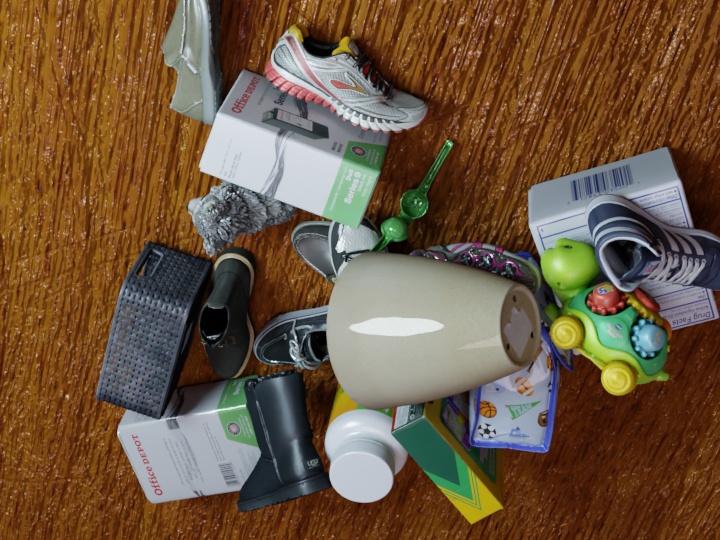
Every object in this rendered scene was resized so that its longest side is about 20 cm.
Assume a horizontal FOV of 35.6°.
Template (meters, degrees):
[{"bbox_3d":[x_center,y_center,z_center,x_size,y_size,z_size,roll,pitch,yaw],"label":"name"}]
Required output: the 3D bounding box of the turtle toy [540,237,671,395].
[{"bbox_3d":[0.279,0.051,1.282,0.200,0.146,0.101,43,107,13],"label":"turtle toy"}]

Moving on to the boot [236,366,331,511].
[{"bbox_3d":[-0.118,0.227,1.502,0.200,0.076,0.169,-31,71,53],"label":"boot"}]

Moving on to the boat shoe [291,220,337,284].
[{"bbox_3d":[0.000,0.000,1.454,0.200,0.061,0.072,25,120,-7],"label":"boat shoe"}]

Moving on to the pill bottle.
[{"bbox_3d":[0.012,0.211,1.491,0.110,0.200,0.112,3,120,6],"label":"pill bottle"}]

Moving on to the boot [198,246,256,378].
[{"bbox_3d":[-0.189,0.087,1.484,0.077,0.139,0.201,6,121,4],"label":"boot"}]

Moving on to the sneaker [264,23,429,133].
[{"bbox_3d":[-0.010,-0.224,1.319,0.199,0.078,0.082,22,119,-5],"label":"sneaker"}]

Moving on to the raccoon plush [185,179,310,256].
[{"bbox_3d":[-0.113,-0.084,1.379,0.199,0.134,0.097,-9,117,13],"label":"raccoon plush"}]

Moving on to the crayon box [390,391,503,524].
[{"bbox_3d":[0.119,0.201,1.471,0.058,0.200,0.173,-31,111,22],"label":"crayon box"}]

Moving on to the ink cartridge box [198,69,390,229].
[{"bbox_3d":[-0.074,-0.146,1.331,0.199,0.146,0.084,20,121,-4],"label":"ink cartridge box"}]

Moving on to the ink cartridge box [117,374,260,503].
[{"bbox_3d":[-0.226,0.243,1.608,0.199,0.084,0.147,-10,117,13],"label":"ink cartridge box"}]

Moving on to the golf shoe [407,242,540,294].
[{"bbox_3d":[0.147,-0.005,1.371,0.200,0.092,0.073,9,113,47],"label":"golf shoe"}]

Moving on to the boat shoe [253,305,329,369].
[{"bbox_3d":[-0.067,0.098,1.502,0.199,0.068,0.074,-14,122,27],"label":"boat shoe"}]

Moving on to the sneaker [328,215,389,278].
[{"bbox_3d":[0.009,0.023,1.385,0.075,0.088,0.201,-13,93,-1],"label":"sneaker"}]

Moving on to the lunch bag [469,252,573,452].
[{"bbox_3d":[0.202,0.100,1.419,0.123,0.170,0.201,3,119,4],"label":"lunch bag"}]

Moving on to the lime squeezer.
[{"bbox_3d":[0.057,-0.068,1.389,0.038,0.071,0.200,38,78,-5],"label":"lime squeezer"}]

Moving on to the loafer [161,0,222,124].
[{"bbox_3d":[-0.203,-0.266,1.323,0.069,0.075,0.201,3,120,1],"label":"loafer"}]

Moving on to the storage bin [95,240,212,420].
[{"bbox_3d":[-0.273,0.080,1.493,0.093,0.135,0.201,19,120,-3],"label":"storage bin"}]

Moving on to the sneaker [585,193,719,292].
[{"bbox_3d":[0.344,-0.009,1.255,0.199,0.109,0.070,24,120,-6],"label":"sneaker"}]

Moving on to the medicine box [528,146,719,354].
[{"bbox_3d":[0.320,-0.021,1.374,0.181,0.103,0.201,-16,116,16],"label":"medicine box"}]

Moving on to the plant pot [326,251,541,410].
[{"bbox_3d":[0.097,0.067,1.275,0.199,0.187,0.188,-3,122,37],"label":"plant pot"}]
